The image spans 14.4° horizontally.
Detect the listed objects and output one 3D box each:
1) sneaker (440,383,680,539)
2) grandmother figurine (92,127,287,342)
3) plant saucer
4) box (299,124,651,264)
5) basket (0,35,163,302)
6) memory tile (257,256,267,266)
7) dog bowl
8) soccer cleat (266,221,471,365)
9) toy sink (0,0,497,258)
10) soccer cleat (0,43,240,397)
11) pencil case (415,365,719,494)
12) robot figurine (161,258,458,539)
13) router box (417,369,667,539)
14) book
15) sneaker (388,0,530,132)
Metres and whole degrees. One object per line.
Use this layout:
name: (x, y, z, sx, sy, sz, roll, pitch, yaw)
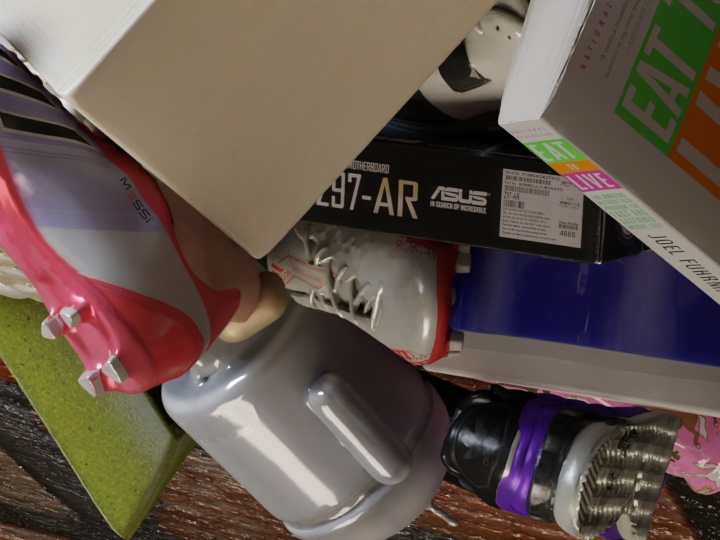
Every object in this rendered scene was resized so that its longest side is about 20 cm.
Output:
sneaker: (0.094, 0.089, 1.413, 0.099, 0.070, 0.200, 17, 178, 18)
grandmother figurine: (-0.103, -0.015, 1.293, 0.061, 0.121, 0.200, -29, 155, 19)
plant saucer: (-0.139, 0.023, 1.602, 0.048, 0.200, 0.200, -28, 101, 21)
box: (0.062, -0.045, 1.335, 0.200, 0.044, 0.160, 9, -167, 32)
basket: (-0.171, -0.091, 1.412, 0.200, 0.161, 0.198, 15, 160, 23)
memory tile: (-0.016, 0.020, 1.688, 0.153, 0.017, 0.200, 13, 170, 21)
dog bowl: (0.135, 0.027, 1.419, 0.200, 0.079, 0.200, 9, 178, 0)
soccer cleat: (0.000, 0.000, 1.371, 0.085, 0.069, 0.200, 3, -166, -11)
toy sink: (-0.039, -0.132, 1.206, 0.130, 0.200, 0.112, 40, -177, -39)
soccer cleat: (-0.128, -0.040, 1.181, 0.200, 0.076, 0.067, 56, 149, -5)
pencil case: (0.131, 0.055, 1.589, 0.200, 0.083, 0.087, 24, -166, -8)
robot figurine: (-0.029, 0.074, 1.556, 0.200, 0.113, 0.170, 45, 172, -23)
router box: (0.059, 0.097, 1.694, 0.200, 0.052, 0.157, 21, 180, 37)
book: (0.148, -0.065, 1.186, 0.200, 0.134, 0.048, 36, 155, -34)
sneaker: (0.066, -0.109, 1.271, 0.200, 0.074, 0.089, 7, 141, 32)
